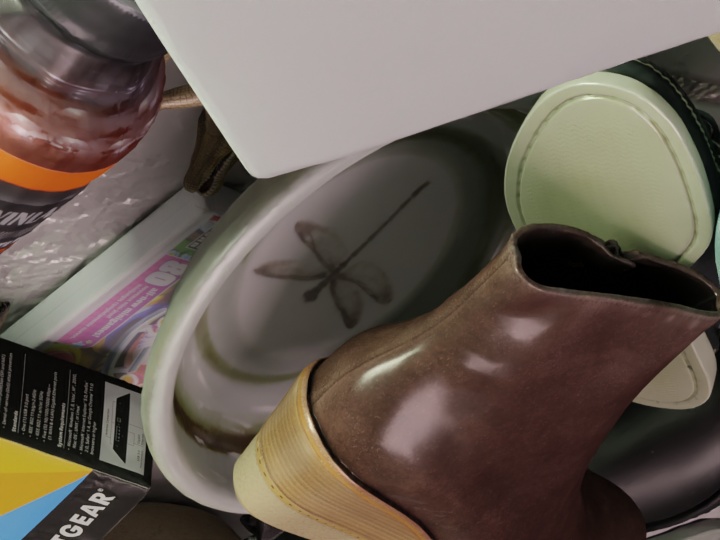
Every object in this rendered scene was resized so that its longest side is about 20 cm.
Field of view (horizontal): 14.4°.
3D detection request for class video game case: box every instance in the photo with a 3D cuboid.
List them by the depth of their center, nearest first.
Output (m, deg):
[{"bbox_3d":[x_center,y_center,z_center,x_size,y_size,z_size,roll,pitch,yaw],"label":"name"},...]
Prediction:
[{"bbox_3d":[-0.032,0.031,1.128,0.200,0.018,0.143,18,138,-40],"label":"video game case"}]

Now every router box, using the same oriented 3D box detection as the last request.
[{"bbox_3d":[-0.191,0.092,1.113,0.149,0.051,0.200,21,138,-23],"label":"router box"}]

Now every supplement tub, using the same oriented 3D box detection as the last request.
[{"bbox_3d":[-0.133,-0.053,0.870,0.107,0.107,0.200,19,138,-41],"label":"supplement tub"}]

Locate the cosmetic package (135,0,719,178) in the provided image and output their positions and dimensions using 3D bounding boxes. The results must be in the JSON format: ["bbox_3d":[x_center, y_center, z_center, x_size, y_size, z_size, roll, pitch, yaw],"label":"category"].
[{"bbox_3d":[0.011,-0.164,0.647,0.166,0.200,0.167,-17,148,9],"label":"cosmetic package"}]

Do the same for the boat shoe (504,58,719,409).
[{"bbox_3d":[0.100,-0.026,0.992,0.074,0.066,0.199,8,150,23],"label":"boat shoe"}]

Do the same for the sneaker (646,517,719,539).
[{"bbox_3d":[0.089,0.151,1.241,0.200,0.114,0.073,-22,106,-9],"label":"sneaker"}]

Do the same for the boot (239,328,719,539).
[{"bbox_3d":[0.057,0.087,1.161,0.198,0.073,0.162,-30,163,38],"label":"boot"}]

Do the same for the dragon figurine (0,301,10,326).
[{"bbox_3d":[-0.223,0.009,0.965,0.200,0.100,0.059,-14,-168,-7],"label":"dragon figurine"}]

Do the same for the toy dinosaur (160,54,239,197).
[{"bbox_3d":[-0.019,-0.087,0.922,0.101,0.058,0.200,-3,159,-43],"label":"toy dinosaur"}]

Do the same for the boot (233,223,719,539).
[{"bbox_3d":[0.072,0.058,1.007,0.200,0.072,0.166,16,139,-39],"label":"boot"}]

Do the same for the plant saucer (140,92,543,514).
[{"bbox_3d":[0.000,0.000,1.022,0.200,0.050,0.200,-26,146,-20],"label":"plant saucer"}]

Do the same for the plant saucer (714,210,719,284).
[{"bbox_3d":[0.173,-0.056,0.952,0.200,0.036,0.200,-49,159,-25],"label":"plant saucer"}]

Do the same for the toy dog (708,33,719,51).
[{"bbox_3d":[0.099,-0.151,0.833,0.132,0.096,0.200,-19,134,18],"label":"toy dog"}]

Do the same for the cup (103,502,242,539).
[{"bbox_3d":[-0.095,0.186,1.237,0.200,0.143,0.200,-7,150,-4],"label":"cup"}]
